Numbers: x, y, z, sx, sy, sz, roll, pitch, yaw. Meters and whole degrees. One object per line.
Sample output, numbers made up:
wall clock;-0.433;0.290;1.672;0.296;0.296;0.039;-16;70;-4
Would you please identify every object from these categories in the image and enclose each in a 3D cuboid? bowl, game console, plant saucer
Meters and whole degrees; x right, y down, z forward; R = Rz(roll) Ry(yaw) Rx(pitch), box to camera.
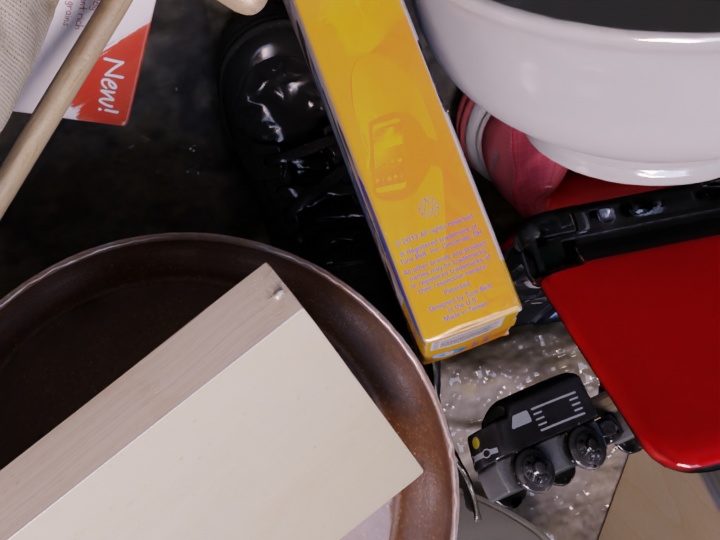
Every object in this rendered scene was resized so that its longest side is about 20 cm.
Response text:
bowl;0.106;-0.092;1.030;0.201;0.201;0.090;-6;122;-10
game console;0.157;0.025;1.098;0.200;0.119;0.172;-11;166;-20
plant saucer;-0.065;0.084;1.034;0.200;0.034;0.200;-1;97;-8

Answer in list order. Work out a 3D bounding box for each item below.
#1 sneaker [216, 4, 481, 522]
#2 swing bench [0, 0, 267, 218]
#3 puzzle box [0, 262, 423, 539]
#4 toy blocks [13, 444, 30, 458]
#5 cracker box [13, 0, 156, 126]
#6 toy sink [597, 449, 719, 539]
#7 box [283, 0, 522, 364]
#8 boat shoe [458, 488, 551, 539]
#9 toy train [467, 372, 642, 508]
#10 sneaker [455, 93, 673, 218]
sneaker;-0.003;0.001;1.115;0.060;0.104;0.200;-18;122;-2
swing bench;-0.173;-0.064;0.921;0.200;0.130;0.199;33;84;-23
puzzle box;-0.081;0.094;0.960;0.200;0.025;0.133;-38;147;-3
toy blocks;-0.087;0.101;1.089;0.200;0.100;0.137;-18;111;4
cracker box;-0.168;-0.134;1.023;0.200;0.058;0.134;6;117;-17
toy sink;0.220;0.136;1.234;0.200;0.130;0.112;9;117;-17
box;0.004;-0.067;1.029;0.041;0.119;0.200;-23;84;-1
boat shoe;-0.015;0.127;1.205;0.200;0.075;0.062;6;117;-15
toy train;0.122;0.045;1.169;0.200;0.046;0.034;-20;171;-35
sneaker;0.142;-0.064;1.122;0.200;0.087;0.074;-21;124;-1
